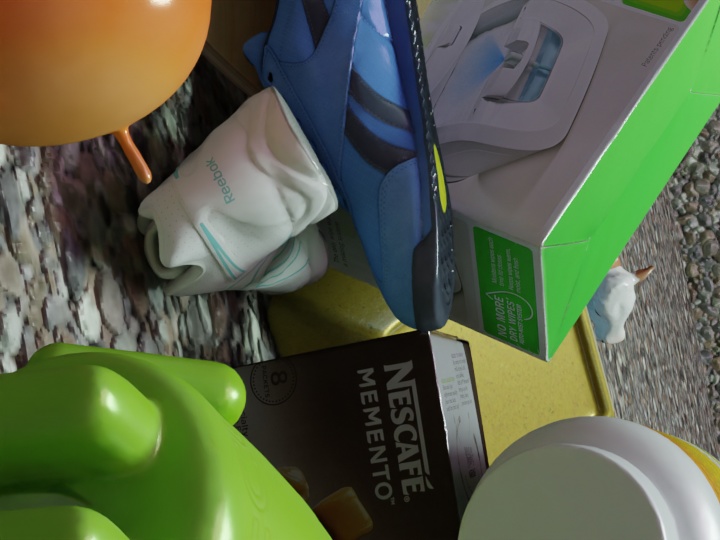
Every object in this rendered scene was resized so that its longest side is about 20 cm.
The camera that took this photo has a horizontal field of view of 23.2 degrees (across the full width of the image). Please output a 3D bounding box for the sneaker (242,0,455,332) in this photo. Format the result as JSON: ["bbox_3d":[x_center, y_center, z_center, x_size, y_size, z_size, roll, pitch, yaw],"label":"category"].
[{"bbox_3d":[-0.005,-0.066,0.764,0.066,0.078,0.202,63,16,-73],"label":"sneaker"}]

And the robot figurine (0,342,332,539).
[{"bbox_3d":[-0.070,0.102,0.556,0.200,0.115,0.177,54,30,-55],"label":"robot figurine"}]

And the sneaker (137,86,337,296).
[{"bbox_3d":[-0.059,-0.023,0.774,0.071,0.080,0.200,58,-7,9],"label":"sneaker"}]

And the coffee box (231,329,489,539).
[{"bbox_3d":[0.006,0.137,0.796,0.080,0.113,0.202,17,63,-71],"label":"coffee box"}]

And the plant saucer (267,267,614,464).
[{"bbox_3d":[0.062,0.055,0.957,0.199,0.048,0.201,-34,119,-29],"label":"plant saucer"}]

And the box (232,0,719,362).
[{"bbox_3d":[0.065,-0.082,0.881,0.200,0.175,0.097,-52,152,-28],"label":"box"}]

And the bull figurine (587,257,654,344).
[{"bbox_3d":[0.115,-0.030,1.211,0.200,0.065,0.121,49,-21,4],"label":"bull figurine"}]

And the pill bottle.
[{"bbox_3d":[0.106,0.120,0.746,0.200,0.110,0.112,24,56,-69],"label":"pill bottle"}]

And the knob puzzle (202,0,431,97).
[{"bbox_3d":[-0.045,-0.167,0.827,0.218,0.030,0.222,13,67,-33],"label":"knob puzzle"}]

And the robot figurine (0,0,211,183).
[{"bbox_3d":[-0.111,-0.129,0.577,0.144,0.115,0.202,102,-20,-77],"label":"robot figurine"}]
